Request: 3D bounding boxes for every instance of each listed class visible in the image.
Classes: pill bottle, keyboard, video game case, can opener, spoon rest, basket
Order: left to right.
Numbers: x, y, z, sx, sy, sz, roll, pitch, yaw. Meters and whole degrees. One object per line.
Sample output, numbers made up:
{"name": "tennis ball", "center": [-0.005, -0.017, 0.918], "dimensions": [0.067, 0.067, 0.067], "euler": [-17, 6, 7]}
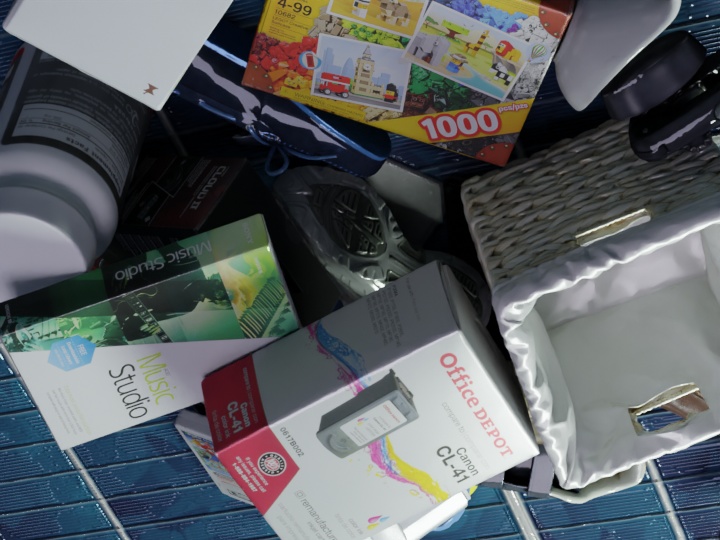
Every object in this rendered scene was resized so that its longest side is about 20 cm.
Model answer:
{"name": "pill bottle", "center": [-0.222, -0.073, 1.674], "dimensions": [0.113, 0.201, 0.114], "euler": [6, 135, 6]}
{"name": "video game case", "center": [-0.069, 0.175, 1.928], "dimensions": [0.142, 0.018, 0.200], "euler": [19, 163, 15]}
{"name": "keyboard", "center": [0.123, 0.006, 1.809], "dimensions": [0.103, 0.040, 0.201], "euler": [15, 137, 24]}
{"name": "spoon rest", "center": [0.174, -0.172, 1.541], "dimensions": [0.060, 0.100, 0.200], "euler": [20, 161, -1]}
{"name": "basket", "center": [0.190, 0.012, 1.668], "dimensions": [0.197, 0.161, 0.201], "euler": [-22, 130, 1]}
{"name": "can opener", "center": [0.264, -0.141, 1.577], "dimensions": [0.199, 0.064, 0.079], "euler": [-28, 140, 10]}

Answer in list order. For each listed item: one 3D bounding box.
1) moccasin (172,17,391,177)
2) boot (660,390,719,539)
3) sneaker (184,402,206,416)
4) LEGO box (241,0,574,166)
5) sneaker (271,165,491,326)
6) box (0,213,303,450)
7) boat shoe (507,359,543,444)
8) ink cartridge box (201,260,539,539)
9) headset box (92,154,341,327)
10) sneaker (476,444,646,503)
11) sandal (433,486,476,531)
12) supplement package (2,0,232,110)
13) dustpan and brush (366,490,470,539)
{"name": "moccasin", "center": [-0.072, -0.124, 1.690], "dimensions": [0.199, 0.081, 0.068], "euler": [33, 118, -3]}
{"name": "boot", "center": [0.284, 0.132, 1.867], "dimensions": [0.199, 0.064, 0.187], "euler": [28, 119, -20]}
{"name": "sneaker", "center": [-0.140, 0.080, 1.889], "dimensions": [0.199, 0.083, 0.074], "euler": [-18, 129, 28]}
{"name": "LEGO box", "center": [0.034, -0.176, 1.611], "dimensions": [0.198, 0.078, 0.150], "euler": [17, 134, -5]}
{"name": "sneaker", "center": [0.000, 0.000, 1.792], "dimensions": [0.200, 0.078, 0.099], "euler": [39, 145, -15]}
{"name": "box", "center": [-0.143, 0.046, 1.641], "dimensions": [0.198, 0.037, 0.145], "euler": [-20, 141, -1]}
{"name": "boat shoe", "center": [0.121, 0.098, 1.797], "dimensions": [0.199, 0.065, 0.072], "euler": [-19, 149, -17]}
{"name": "ink cartridge box", "center": [0.007, 0.105, 1.660], "dimensions": [0.199, 0.086, 0.148], "euler": [-26, 128, 11]}
{"name": "headset box", "center": [-0.121, -0.011, 1.751], "dimensions": [0.199, 0.077, 0.149], "euler": [7, 142, 44]}
{"name": "sneaker", "center": [0.136, 0.141, 1.856], "dimensions": [0.198, 0.079, 0.079], "euler": [1, 106, -17]}
{"name": "sandal", "center": [0.054, 0.139, 1.905], "dimensions": [0.079, 0.087, 0.201], "euler": [-5, 130, 20]}
{"name": "supplement package", "center": [-0.138, -0.227, 1.510], "dimensions": [0.116, 0.201, 0.117], "euler": [27, 133, -16]}
{"name": "dustpan and brush", "center": [-0.007, 0.167, 1.786], "dimensions": [0.139, 0.057, 0.200], "euler": [-35, 121, 2]}
